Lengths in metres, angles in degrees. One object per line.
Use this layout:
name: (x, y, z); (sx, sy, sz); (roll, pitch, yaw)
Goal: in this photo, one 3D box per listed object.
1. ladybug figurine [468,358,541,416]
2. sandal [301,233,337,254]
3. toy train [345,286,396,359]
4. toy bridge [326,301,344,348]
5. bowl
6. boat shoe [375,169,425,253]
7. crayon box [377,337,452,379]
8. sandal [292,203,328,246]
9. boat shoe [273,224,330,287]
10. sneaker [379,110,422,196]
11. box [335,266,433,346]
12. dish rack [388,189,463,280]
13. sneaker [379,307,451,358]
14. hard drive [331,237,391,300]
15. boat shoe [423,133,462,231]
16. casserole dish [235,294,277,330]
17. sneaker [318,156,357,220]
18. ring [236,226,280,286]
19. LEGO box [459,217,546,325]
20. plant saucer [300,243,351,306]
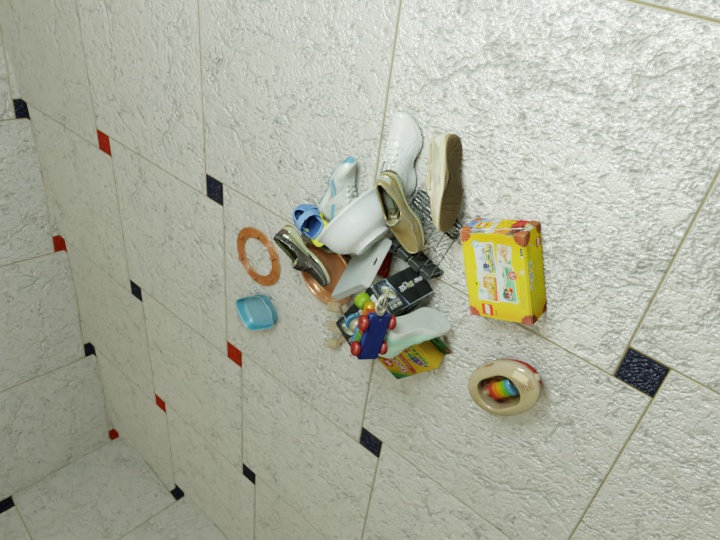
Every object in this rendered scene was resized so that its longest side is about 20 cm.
ladybug figurine: (0.338, 0.262, 1.331); (0.199, 0.072, 0.137); (-26, 94, 49)
sandal: (-0.088, -0.096, 1.521); (0.199, 0.082, 0.055); (22, 152, 42)
toy train: (0.023, 0.088, 1.280); (0.116, 0.084, 0.202); (-123, 42, -50)
toy bridge: (-0.063, 0.164, 1.667); (0.066, 0.027, 0.201); (8, 139, 3)
bowl: (0.002, -0.099, 1.348); (0.091, 0.201, 0.201); (50, 138, 3)
boat shoe: (0.078, -0.113, 1.257); (0.071, 0.076, 0.201); (-15, 116, 32)
crayon box: (0.125, 0.205, 1.492); (0.127, 0.051, 0.199); (47, 140, -13)
sandal: (-0.140, -0.136, 1.501); (0.087, 0.080, 0.200); (36, -177, -31)
boat shoe: (-0.161, -0.029, 1.573); (0.200, 0.065, 0.073); (50, 152, 1)
sneaker: (0.083, -0.246, 1.267); (0.074, 0.087, 0.202); (21, 125, 35)
box: (0.057, 0.092, 1.427); (0.087, 0.163, 0.200); (55, 139, 12)
dish rack: (0.152, -0.084, 1.323); (0.153, 0.054, 0.201); (42, 134, 16)
sneaker: (0.119, 0.154, 1.389); (0.119, 0.199, 0.074); (-56, 49, 42)
hard drive: (0.000, 0.000, 1.423); (0.026, 0.133, 0.200); (33, 158, -14)
boat shoe: (0.170, -0.184, 1.218); (0.065, 0.072, 0.203); (11, 104, 47)
casserole dish: (-0.344, 0.137, 1.933); (0.199, 0.039, 0.122); (-11, 105, 46)
sneaker: (-0.039, -0.197, 1.430); (0.081, 0.076, 0.201); (38, 142, 11)
ring: (-0.329, -0.041, 1.830); (0.199, 0.019, 0.202); (24, 128, 33)
LEGO box: (0.299, 0.001, 1.211); (0.148, 0.077, 0.202); (9, 119, 41)
plant saucer: (-0.089, 0.004, 1.614); (0.199, 0.037, 0.202); (22, 127, 32)
